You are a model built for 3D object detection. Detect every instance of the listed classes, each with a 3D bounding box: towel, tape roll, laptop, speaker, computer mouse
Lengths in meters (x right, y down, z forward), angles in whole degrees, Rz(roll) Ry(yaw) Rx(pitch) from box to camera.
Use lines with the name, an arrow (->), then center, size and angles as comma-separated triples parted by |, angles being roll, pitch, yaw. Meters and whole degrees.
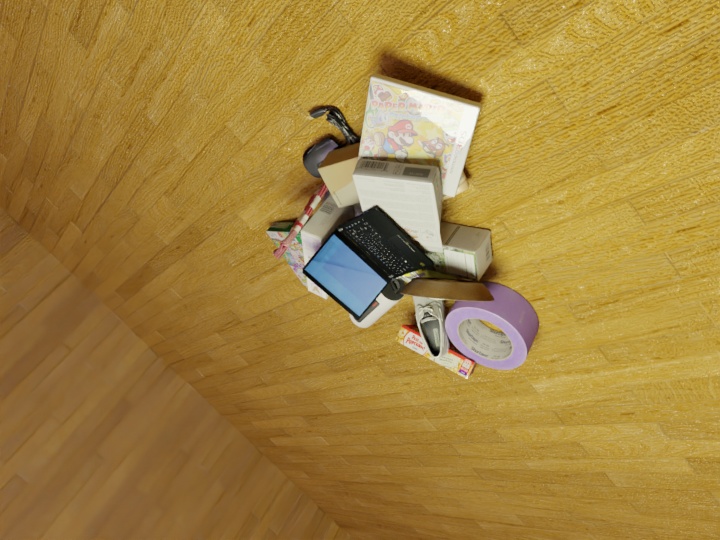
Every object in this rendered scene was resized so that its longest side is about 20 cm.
towel -> -0.125, -0.122, 1.348 | 0.023, 0.202, 0.144 | 35, 162, -9
tape roll -> 0.299, 0.127, 1.388 | 0.197, 0.085, 0.202 | 25, 145, 19
laptop -> 0.014, -0.008, 1.233 | 0.177, 0.104, 0.198 | 41, 144, -24
speaker -> 0.042, 0.077, 1.567 | 0.081, 0.082, 0.200 | 39, 146, -3
computer mouse -> -0.086, -0.267, 1.308 | 0.198, 0.046, 0.141 | -11, 125, 48

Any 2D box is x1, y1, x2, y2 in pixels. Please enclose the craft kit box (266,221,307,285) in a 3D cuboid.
craft kit box -> -0.136, -0.038, 1.598 | 0.198, 0.049, 0.199 | 6, 139, 53

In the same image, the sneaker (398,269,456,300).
sneaker -> 0.140, 0.002, 1.393 | 0.197, 0.076, 0.077 | 25, 145, 16

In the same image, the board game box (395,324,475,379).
board game box -> 0.195, 0.201, 1.530 | 0.197, 0.047, 0.151 | 27, -178, 15

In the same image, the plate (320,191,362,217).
plate -> -0.024, -0.094, 1.467 | 0.198, 0.032, 0.201 | 36, 145, 3

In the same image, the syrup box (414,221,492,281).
syrup box -> 0.173, -0.050, 1.295 | 0.197, 0.082, 0.080 | 15, 136, 32

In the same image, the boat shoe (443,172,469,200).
boat shoe -> 0.140, -0.145, 1.221 | 0.069, 0.074, 0.199 | 49, 144, -8

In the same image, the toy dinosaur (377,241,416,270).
toy dinosaur -> 0.078, -0.084, 1.262 | 0.101, 0.058, 0.200 | 38, 135, -3

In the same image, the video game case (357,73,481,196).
video game case -> 0.099, -0.239, 1.094 | 0.196, 0.023, 0.184 | 18, 131, 8

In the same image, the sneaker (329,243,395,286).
sneaker -> 0.000, 0.000, 1.344 | 0.198, 0.081, 0.078 | 23, 178, -35

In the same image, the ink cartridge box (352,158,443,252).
ink cartridge box -> 0.081, -0.121, 1.171 | 0.157, 0.048, 0.201 | 9, 147, 21

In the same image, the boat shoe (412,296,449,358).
boat shoe -> 0.165, 0.106, 1.426 | 0.072, 0.065, 0.204 | -19, 86, 18

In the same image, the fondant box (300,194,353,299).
fondant box -> -0.070, -0.056, 1.397 | 0.057, 0.145, 0.202 | 21, 142, 20

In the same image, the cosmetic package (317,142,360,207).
cosmetic package -> 0.024, -0.204, 1.228 | 0.197, 0.072, 0.106 | -11, 124, 35

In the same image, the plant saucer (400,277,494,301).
plant saucer -> 0.181, 0.037, 1.266 | 0.197, 0.198, 0.036 | 5, 92, 38
